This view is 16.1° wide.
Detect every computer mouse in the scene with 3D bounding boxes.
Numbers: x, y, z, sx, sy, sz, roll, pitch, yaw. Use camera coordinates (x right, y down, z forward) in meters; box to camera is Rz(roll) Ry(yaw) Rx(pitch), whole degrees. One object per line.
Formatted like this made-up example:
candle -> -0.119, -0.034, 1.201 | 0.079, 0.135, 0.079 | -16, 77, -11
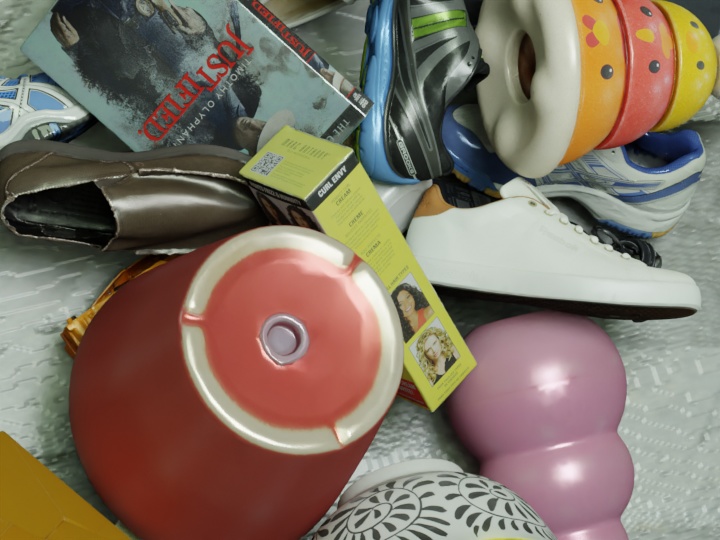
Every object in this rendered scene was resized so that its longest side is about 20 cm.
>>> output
computer mouse -> 0.112, -0.009, 1.763 | 0.199, 0.139, 0.053 | 18, 107, -2

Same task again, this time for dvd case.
dvd case -> -0.107, -0.126, 1.645 | 0.200, 0.146, 0.022 | 41, 35, -6

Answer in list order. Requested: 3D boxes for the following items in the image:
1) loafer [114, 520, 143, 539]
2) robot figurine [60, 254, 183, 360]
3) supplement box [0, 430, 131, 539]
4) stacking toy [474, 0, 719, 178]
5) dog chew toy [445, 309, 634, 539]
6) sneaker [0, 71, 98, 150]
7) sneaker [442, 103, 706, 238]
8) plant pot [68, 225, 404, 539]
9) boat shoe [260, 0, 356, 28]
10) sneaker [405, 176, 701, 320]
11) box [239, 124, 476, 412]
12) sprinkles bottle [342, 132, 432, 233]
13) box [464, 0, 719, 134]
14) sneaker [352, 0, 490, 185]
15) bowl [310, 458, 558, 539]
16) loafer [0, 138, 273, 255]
loafer -> -0.143, 0.193, 1.638 | 0.199, 0.076, 0.069 | 4, 79, -14
robot figurine -> -0.094, 0.026, 1.712 | 0.199, 0.058, 0.145 | -33, 85, -21
supplement box -> -0.241, 0.226, 1.498 | 0.133, 0.197, 0.200 | 40, 97, -1
stacking toy -> 0.186, -0.139, 1.695 | 0.199, 0.146, 0.147 | -4, 75, -20
dog chew toy -> 0.129, 0.130, 1.716 | 0.124, 0.124, 0.201 | -11, 86, -19
sneaker -> -0.247, -0.106, 1.698 | 0.199, 0.076, 0.077 | -23, 85, -22
sneaker -> 0.147, -0.092, 1.790 | 0.199, 0.088, 0.076 | 13, 46, -14
plant pot -> -0.068, 0.066, 1.574 | 0.199, 0.177, 0.202 | 6, 71, -18
boat shoe -> 0.002, -0.214, 1.740 | 0.071, 0.199, 0.070 | 39, 48, -36
sneaker -> 0.128, -0.017, 1.669 | 0.199, 0.073, 0.085 | 9, 81, 7
box -> 0.000, 0.000, 1.638 | 0.050, 0.075, 0.200 | -46, 130, -19
sprinkles bottle -> -0.041, -0.101, 1.728 | 0.068, 0.068, 0.200 | -38, 67, -22
box -> 0.146, -0.182, 1.808 | 0.199, 0.122, 0.107 | 23, 69, -8
sneaker -> 0.046, -0.154, 1.662 | 0.082, 0.071, 0.201 | 9, 86, -9
bowl -> 0.037, 0.183, 1.643 | 0.199, 0.201, 0.095 | -7, 59, -17
loafer -> -0.144, -0.035, 1.641 | 0.198, 0.073, 0.071 | 2, 33, 3
